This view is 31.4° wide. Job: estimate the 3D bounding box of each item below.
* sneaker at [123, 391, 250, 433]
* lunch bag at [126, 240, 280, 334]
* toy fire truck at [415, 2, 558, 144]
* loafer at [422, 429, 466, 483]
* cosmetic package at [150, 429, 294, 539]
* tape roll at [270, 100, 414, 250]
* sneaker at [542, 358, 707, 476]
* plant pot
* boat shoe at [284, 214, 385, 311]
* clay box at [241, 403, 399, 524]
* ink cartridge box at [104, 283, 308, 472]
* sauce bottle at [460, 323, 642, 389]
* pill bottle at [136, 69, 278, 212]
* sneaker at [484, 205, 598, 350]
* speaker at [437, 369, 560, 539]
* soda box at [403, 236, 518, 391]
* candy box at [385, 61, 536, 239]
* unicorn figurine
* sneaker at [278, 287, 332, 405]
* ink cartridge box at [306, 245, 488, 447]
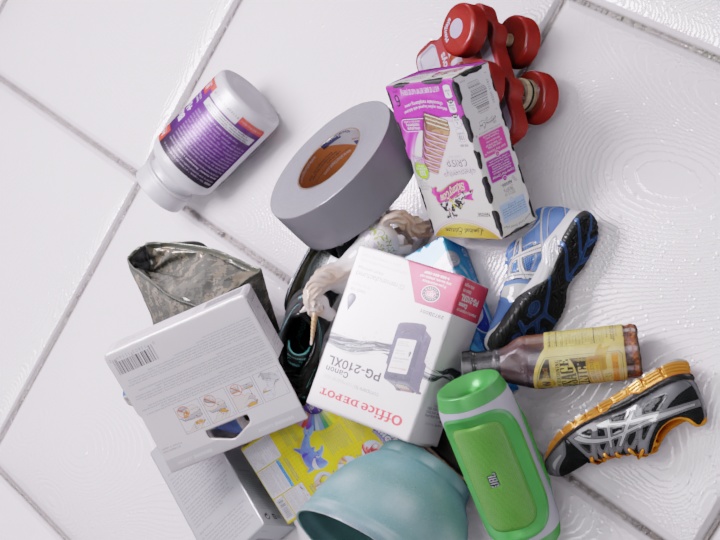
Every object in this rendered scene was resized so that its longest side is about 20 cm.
[{"bbox_3d":[-0.219,0.173,1.652,0.200,0.076,0.077,21,59,31],"label":"sneaker"},{"bbox_3d":[-0.212,0.053,1.700,0.200,0.164,0.118,21,50,34],"label":"lunch bag"},{"bbox_3d":[0.143,-0.227,1.602,0.168,0.112,0.200,-39,56,47],"label":"toy fire truck"},{"bbox_3d":[0.091,0.184,1.538,0.072,0.063,0.200,-52,56,10],"label":"loafer"},{"bbox_3d":[-0.184,0.288,1.687,0.101,0.071,0.200,-45,58,15],"label":"cosmetic package"},{"bbox_3d":[-0.020,-0.122,1.634,0.200,0.066,0.200,-34,28,21],"label":"tape roll"},{"bbox_3d":[0.288,0.177,1.406,0.200,0.078,0.077,-37,70,22],"label":"sneaker"},{"bbox_3d":[0.044,0.282,1.483,0.200,0.200,0.134,17,61,35],"label":"plant pot"},{"bbox_3d":[-0.033,-0.021,1.677,0.076,0.060,0.200,25,92,35],"label":"boat shoe"},{"bbox_3d":[-0.039,0.217,1.605,0.200,0.048,0.115,-35,84,20],"label":"clay box"},{"bbox_3d":[-0.186,0.134,1.576,0.200,0.045,0.176,-23,106,14],"label":"ink cartridge box"},{"bbox_3d":[0.215,0.102,1.445,0.200,0.066,0.066,-9,72,12],"label":"sauce bottle"},{"bbox_3d":[-0.221,-0.178,1.811,0.200,0.111,0.111,-43,58,16],"label":"pill bottle"},{"bbox_3d":[0.202,0.012,1.510,0.077,0.076,0.200,26,79,44],"label":"sneaker"},{"bbox_3d":[0.155,0.214,1.422,0.088,0.088,0.200,-16,104,29],"label":"speaker"},{"bbox_3d":[0.118,0.064,1.553,0.068,0.064,0.200,-30,64,24],"label":"soda box"},{"bbox_3d":[0.118,-0.139,1.521,0.136,0.061,0.200,4,119,57],"label":"candy box"},{"bbox_3d":[0.000,0.000,1.602,0.074,0.137,0.200,33,97,34],"label":"unicorn figurine"},{"bbox_3d":[-0.090,0.121,1.635,0.075,0.079,0.200,13,107,4],"label":"sneaker"},{"bbox_3d":[0.043,0.089,1.497,0.145,0.084,0.200,17,87,28],"label":"ink cartridge box"}]
